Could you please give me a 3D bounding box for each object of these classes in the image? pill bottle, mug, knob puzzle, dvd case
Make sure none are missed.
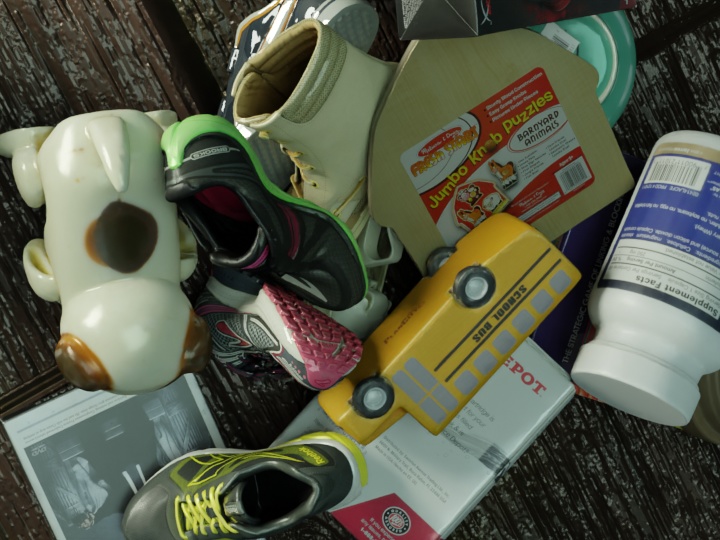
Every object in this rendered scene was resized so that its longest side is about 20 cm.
[{"bbox_3d":[0.238,0.007,1.275,0.116,0.116,0.200,29,78,-17],"label":"pill bottle"},{"bbox_3d":[0.141,-0.147,1.335,0.152,0.114,0.186,-16,99,-14],"label":"mug"},{"bbox_3d":[0.087,-0.097,1.255,0.219,0.030,0.220,-7,114,-17],"label":"knob puzzle"},{"bbox_3d":[-0.170,0.173,1.326,0.150,0.025,0.201,-25,102,-12],"label":"dvd case"}]

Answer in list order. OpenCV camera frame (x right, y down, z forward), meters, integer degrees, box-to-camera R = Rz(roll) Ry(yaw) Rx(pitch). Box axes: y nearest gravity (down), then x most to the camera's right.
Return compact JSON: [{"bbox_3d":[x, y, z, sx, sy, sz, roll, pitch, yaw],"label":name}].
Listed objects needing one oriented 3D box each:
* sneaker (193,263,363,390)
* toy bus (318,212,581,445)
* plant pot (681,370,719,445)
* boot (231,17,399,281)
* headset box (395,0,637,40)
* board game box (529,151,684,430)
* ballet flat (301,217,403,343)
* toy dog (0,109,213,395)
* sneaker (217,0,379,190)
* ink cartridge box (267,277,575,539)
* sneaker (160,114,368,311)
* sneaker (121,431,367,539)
[{"bbox_3d":[-0.065,0.052,1.255,0.080,0.200,0.075,26,92,-28],"label":"sneaker"},{"bbox_3d":[0.062,0.048,1.244,0.200,0.065,0.078,-48,114,-2],"label":"toy bus"},{"bbox_3d":[0.340,0.055,1.383,0.200,0.093,0.202,-16,115,-38],"label":"plant pot"},{"bbox_3d":[-0.045,-0.085,1.249,0.155,0.073,0.200,19,120,-48],"label":"boot"},{"bbox_3d":[0.111,-0.244,1.173,0.200,0.075,0.149,-16,105,-43],"label":"headset box"},{"bbox_3d":[0.224,0.013,1.408,0.165,0.057,0.201,18,91,-19],"label":"board game box"},{"bbox_3d":[0.000,0.000,1.328,0.069,0.069,0.201,14,92,-17],"label":"ballet flat"},{"bbox_3d":[-0.168,-0.011,1.225,0.139,0.194,0.201,-10,92,-27],"label":"toy dog"},{"bbox_3d":[-0.064,-0.138,1.301,0.078,0.079,0.200,12,119,-50],"label":"sneaker"},{"bbox_3d":[0.049,0.117,1.320,0.145,0.083,0.200,42,87,12],"label":"ink cartridge box"},{"bbox_3d":[-0.073,-0.023,1.198,0.200,0.077,0.084,40,43,-34],"label":"sneaker"},{"bbox_3d":[-0.097,0.165,1.256,0.199,0.085,0.075,-20,88,19],"label":"sneaker"}]
